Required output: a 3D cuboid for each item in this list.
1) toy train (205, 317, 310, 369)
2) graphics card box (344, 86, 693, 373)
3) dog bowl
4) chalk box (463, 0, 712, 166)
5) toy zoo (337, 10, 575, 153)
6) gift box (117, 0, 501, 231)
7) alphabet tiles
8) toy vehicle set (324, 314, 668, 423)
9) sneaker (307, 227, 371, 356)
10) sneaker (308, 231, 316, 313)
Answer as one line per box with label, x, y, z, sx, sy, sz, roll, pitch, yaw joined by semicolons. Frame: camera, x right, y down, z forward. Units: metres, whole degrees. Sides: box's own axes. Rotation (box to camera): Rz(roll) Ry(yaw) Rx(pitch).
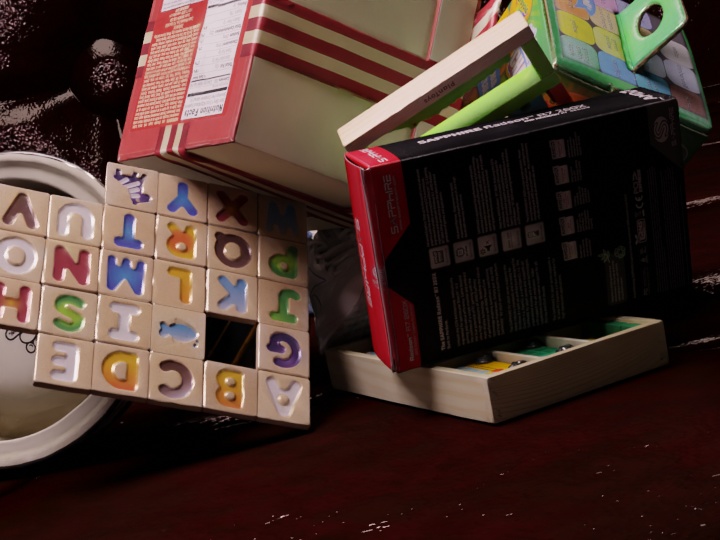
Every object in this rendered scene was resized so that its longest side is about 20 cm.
toy train;-0.091;0.028;1.135;0.114;0.086;0.200;33;2;-2
graphics card box;0.095;-0.027;0.934;0.199;0.126;0.051;-14;17;-14
dog bowl;-0.215;0.028;1.027;0.199;0.202;0.074;-10;-12;12
chalk box;0.145;-0.110;1.060;0.123;0.200;0.125;20;37;-17
toy zoo;0.090;-0.052;0.991;0.131;0.200;0.021;-33;39;9
gift box;-0.025;-0.137;1.050;0.186;0.202;0.184;20;-8;-34
alphabet tiles;-0.125;0.007;0.956;0.199;0.168;0.008;11;-37;-18
toy vehicle set;0.078;0.053;0.973;0.124;0.027;0.200;-16;9;-27
sneaker;-0.012;0.010;1.108;0.074;0.088;0.200;-21;0;-9
sneaker;0.000;0.000;1.352;0.085;0.078;0.199;-5;10;-36
